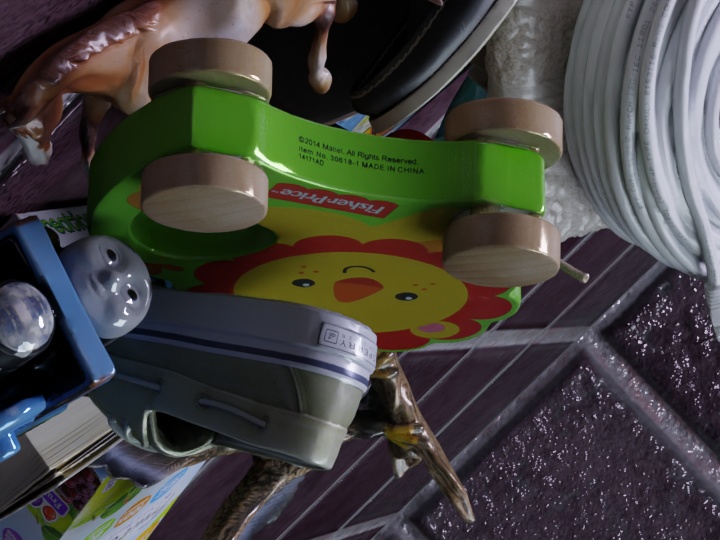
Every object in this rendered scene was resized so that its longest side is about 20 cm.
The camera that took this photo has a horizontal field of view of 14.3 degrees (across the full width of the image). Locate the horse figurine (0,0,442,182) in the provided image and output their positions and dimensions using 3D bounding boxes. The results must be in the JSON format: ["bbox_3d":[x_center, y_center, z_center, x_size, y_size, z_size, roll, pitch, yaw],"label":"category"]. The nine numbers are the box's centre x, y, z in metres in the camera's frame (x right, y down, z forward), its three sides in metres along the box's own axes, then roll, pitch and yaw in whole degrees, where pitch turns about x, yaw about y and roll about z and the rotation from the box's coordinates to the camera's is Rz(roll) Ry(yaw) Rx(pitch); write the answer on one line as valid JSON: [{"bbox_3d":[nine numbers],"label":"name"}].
[{"bbox_3d":[-0.055,-0.096,1.151,0.200,0.050,0.133,-33,154,-7],"label":"horse figurine"}]

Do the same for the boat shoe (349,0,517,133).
[{"bbox_3d":[0.050,-0.150,1.232,0.200,0.068,0.072,-56,-169,-2],"label":"boat shoe"}]

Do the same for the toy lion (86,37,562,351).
[{"bbox_3d":[-0.019,-0.014,1.159,0.200,0.069,0.192,10,157,-23],"label":"toy lion"}]

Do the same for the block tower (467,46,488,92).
[{"bbox_3d":[0.109,-0.170,1.363,0.200,0.058,0.054,-56,-152,9],"label":"block tower"}]

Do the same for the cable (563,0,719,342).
[{"bbox_3d":[0.181,-0.094,1.320,0.200,0.069,0.200,-47,132,-16],"label":"cable"}]

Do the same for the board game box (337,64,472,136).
[{"bbox_3d":[0.009,-0.101,1.456,0.200,0.034,0.135,-42,170,-13],"label":"board game box"}]

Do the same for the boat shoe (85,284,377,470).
[{"bbox_3d":[-0.077,0.044,1.176,0.200,0.072,0.062,0,-111,49],"label":"boat shoe"}]

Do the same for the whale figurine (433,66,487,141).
[{"bbox_3d":[0.085,-0.079,1.533,0.159,0.104,0.200,-14,177,-39],"label":"whale figurine"}]

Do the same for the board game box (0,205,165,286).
[{"bbox_3d":[-0.150,0.022,1.345,0.126,0.035,0.200,-45,170,15],"label":"board game box"}]

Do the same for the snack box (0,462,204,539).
[{"bbox_3d":[-0.154,0.117,1.643,0.169,0.068,0.200,-33,167,-46],"label":"snack box"}]

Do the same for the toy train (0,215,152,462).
[{"bbox_3d":[-0.158,0.037,1.141,0.114,0.087,0.200,-28,179,-39],"label":"toy train"}]

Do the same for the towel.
[{"bbox_3d":[0.134,-0.086,1.353,0.200,0.034,0.133,-17,119,-38],"label":"towel"}]

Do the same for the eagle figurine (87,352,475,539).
[{"bbox_3d":[-0.058,0.100,1.533,0.200,0.152,0.151,-27,152,-16],"label":"eagle figurine"}]

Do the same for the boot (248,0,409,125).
[{"bbox_3d":[0.009,-0.118,1.304,0.200,0.074,0.075,-41,180,-26],"label":"boot"}]

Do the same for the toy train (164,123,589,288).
[{"bbox_3d":[0.000,0.000,1.298,0.085,0.200,0.116,-44,158,-45],"label":"toy train"}]

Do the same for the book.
[{"bbox_3d":[-0.110,0.053,1.401,0.200,0.048,0.134,-34,178,-34],"label":"book"}]
